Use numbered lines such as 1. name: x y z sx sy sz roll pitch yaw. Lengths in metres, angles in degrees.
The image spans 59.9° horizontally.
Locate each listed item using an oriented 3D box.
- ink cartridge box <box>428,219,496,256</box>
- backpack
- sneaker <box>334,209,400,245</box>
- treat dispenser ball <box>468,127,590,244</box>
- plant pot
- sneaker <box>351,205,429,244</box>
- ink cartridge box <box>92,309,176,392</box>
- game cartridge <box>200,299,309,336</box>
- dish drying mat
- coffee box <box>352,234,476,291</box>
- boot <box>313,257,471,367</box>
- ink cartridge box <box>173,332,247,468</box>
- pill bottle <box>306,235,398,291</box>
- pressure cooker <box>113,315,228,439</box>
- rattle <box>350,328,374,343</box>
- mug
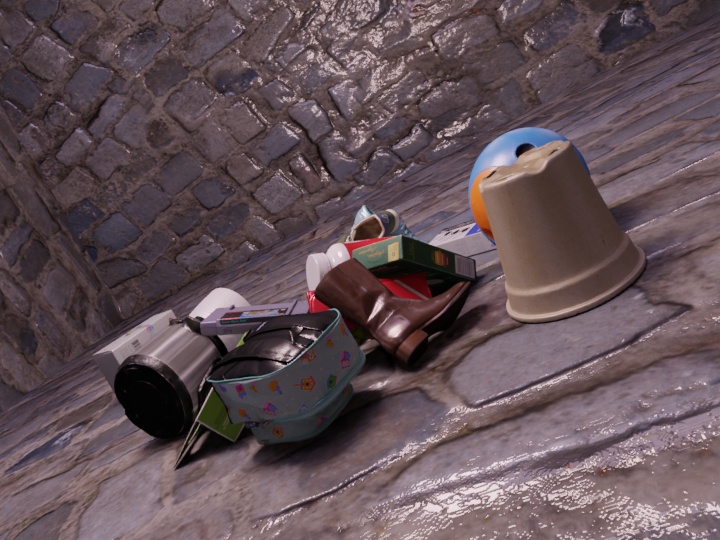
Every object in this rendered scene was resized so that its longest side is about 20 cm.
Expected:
1. ink cartridge box: 0.230 -0.069 1.267 0.198 0.045 0.094 -16 19 46
2. backpack: -0.091 0.142 0.866 0.198 0.155 0.175 -24 11 44
3. sneaker: -0.010 -0.060 1.311 0.199 0.068 0.090 -37 -7 22
4. treat dispenser ball: 0.275 -0.129 1.024 0.197 0.204 0.201 -27 12 6
5. plant pot: 0.255 -0.063 0.844 0.197 0.187 0.201 -26 12 6
6. sneaker: 0.078 -0.085 1.359 0.195 0.084 0.074 19 17 4
7. ink cartridge box: -0.568 0.225 1.657 0.143 0.148 0.199 -16 16 47
8. game cartridge: -0.190 0.087 1.174 0.194 0.040 0.130 -5 5 2
9. dish drying mat: 0.016 0.049 0.980 0.195 0.078 0.018 -9 -29 -10
10. coffee box: 0.094 -0.008 1.060 0.197 0.045 0.121 13 -19 -40
11. boot: 0.048 0.028 0.953 0.198 0.065 0.185 34 52 26
12. ink cartridge box: -0.217 0.227 1.033 0.203 0.075 0.148 -61 4 19
13. pill bottle: 0.000 0.000 1.198 0.195 0.116 0.112 -8 4 -22
14. pressure cooker: -0.344 0.192 1.192 0.173 0.181 0.200 -25 13 29
15. rattle: 0.016 0.088 1.085 0.139 0.133 0.201 -11 -20 -1
16. mug: -0.316 0.157 1.413 0.196 0.151 0.176 13 40 24
